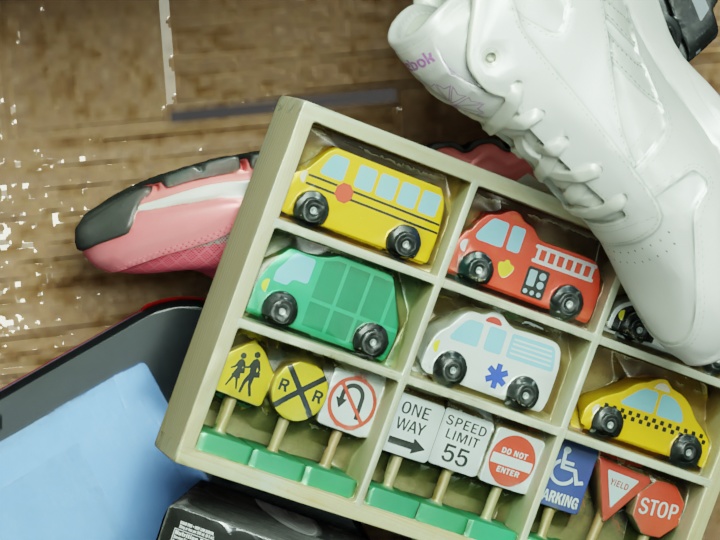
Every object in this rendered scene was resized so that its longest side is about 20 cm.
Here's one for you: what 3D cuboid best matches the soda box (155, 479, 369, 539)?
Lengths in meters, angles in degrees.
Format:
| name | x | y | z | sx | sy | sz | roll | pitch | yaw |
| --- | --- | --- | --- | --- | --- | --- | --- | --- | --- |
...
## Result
| name | x | y | z | sx | sy | sz | roll | pitch | yaw |
| --- | --- | --- | --- | --- | --- | --- | --- | --- | --- |
| soda box | 0.022 | 0.136 | 0.790 | 0.198 | 0.071 | 0.064 | 20 | 93 | 4 |

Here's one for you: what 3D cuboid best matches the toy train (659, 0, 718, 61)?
| name | x | y | z | sx | sy | sz | roll | pitch | yaw |
| --- | --- | --- | --- | --- | --- | --- | --- | --- | --- |
| toy train | 0.081 | -0.166 | 0.821 | 0.046 | 0.034 | 0.201 | -27 | 105 | -10 |

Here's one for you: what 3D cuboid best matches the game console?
| name | x | y | z | sx | sy | sz | roll | pitch | yaw |
| --- | --- | --- | --- | --- | --- | --- | --- | --- | --- |
| game console | -0.095 | 0.124 | 0.838 | 0.199 | 0.031 | 0.178 | -29 | 94 | -5 |

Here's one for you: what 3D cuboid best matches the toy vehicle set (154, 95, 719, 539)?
| name | x | y | z | sx | sy | sz | roll | pitch | yaw |
| --- | --- | --- | --- | --- | --- | --- | --- | --- | --- |
| toy vehicle set | 0.042 | 0.033 | 0.796 | 0.199 | 0.026 | 0.125 | 19 | 91 | -23 |

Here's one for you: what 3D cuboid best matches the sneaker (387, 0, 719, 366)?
| name | x | y | z | sx | sy | sz | roll | pitch | yaw |
| --- | --- | --- | --- | --- | --- | --- | --- | --- | --- |
| sneaker | 0.061 | -0.056 | 0.747 | 0.099 | 0.075 | 0.201 | -25 | 96 | -23 |

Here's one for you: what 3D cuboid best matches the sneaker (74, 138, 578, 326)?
| name | x | y | z | sx | sy | sz | roll | pitch | yaw |
| --- | --- | --- | --- | --- | --- | --- | --- | --- | --- |
| sneaker | 0.000 | 0.000 | 0.818 | 0.198 | 0.074 | 0.088 | -4 | 90 | -13 |

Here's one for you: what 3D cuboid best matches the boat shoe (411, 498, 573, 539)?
| name | x | y | z | sx | sy | sz | roll | pitch | yaw |
| --- | --- | --- | --- | --- | --- | --- | --- | --- | --- |
| boat shoe | 0.059 | 0.155 | 0.868 | 0.062 | 0.071 | 0.202 | -7 | 96 | -36 |
